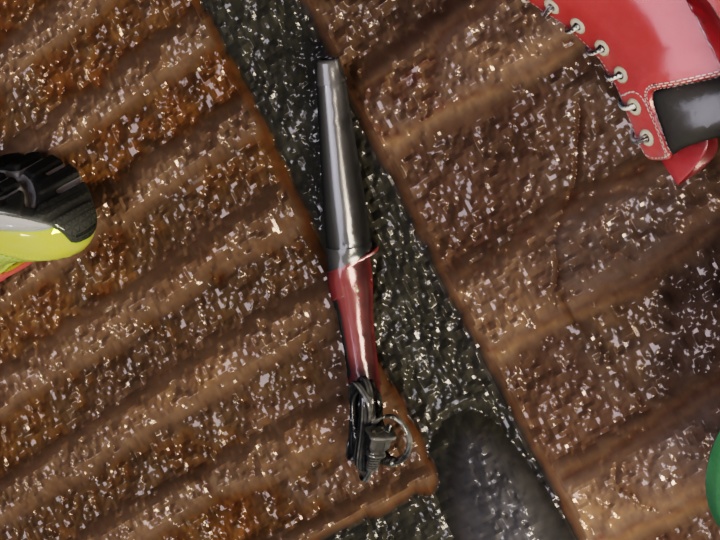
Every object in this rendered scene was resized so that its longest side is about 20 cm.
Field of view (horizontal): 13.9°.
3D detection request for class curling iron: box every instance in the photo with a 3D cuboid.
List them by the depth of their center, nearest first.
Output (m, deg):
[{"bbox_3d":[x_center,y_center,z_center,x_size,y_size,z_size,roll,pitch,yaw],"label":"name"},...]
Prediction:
[{"bbox_3d":[0.000,0.000,1.377,0.050,0.025,0.201,-174,78,-70],"label":"curling iron"}]

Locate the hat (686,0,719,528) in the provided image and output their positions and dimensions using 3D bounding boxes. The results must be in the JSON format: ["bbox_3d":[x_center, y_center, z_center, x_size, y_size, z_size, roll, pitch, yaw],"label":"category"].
[{"bbox_3d":[0.214,0.006,1.232,0.165,0.176,0.200,-4,140,-2],"label":"hat"}]

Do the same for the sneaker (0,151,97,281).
[{"bbox_3d":[-0.206,-0.006,1.489,0.200,0.078,0.091,-3,107,39],"label":"sneaker"}]

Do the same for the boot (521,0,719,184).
[{"bbox_3d":[0.093,-0.108,1.273,0.199,0.072,0.145,1,102,29],"label":"boot"}]
